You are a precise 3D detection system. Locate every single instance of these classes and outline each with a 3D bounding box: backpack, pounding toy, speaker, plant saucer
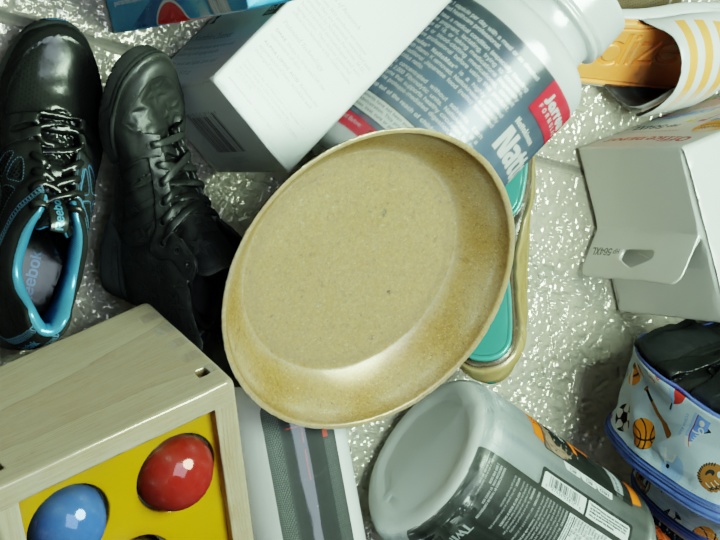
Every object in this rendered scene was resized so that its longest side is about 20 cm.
[{"bbox_3d":[0.263,0.111,1.428,0.189,0.199,0.155,7,107,-43],"label":"backpack"},{"bbox_3d":[-0.133,0.154,1.222,0.183,0.142,0.202,-24,129,-25],"label":"pounding toy"},{"bbox_3d":[-0.043,0.134,1.325,0.081,0.081,0.202,-13,98,-27],"label":"speaker"},{"bbox_3d":[0.000,0.000,1.248,0.198,0.035,0.202,-15,124,-23],"label":"plant saucer"}]

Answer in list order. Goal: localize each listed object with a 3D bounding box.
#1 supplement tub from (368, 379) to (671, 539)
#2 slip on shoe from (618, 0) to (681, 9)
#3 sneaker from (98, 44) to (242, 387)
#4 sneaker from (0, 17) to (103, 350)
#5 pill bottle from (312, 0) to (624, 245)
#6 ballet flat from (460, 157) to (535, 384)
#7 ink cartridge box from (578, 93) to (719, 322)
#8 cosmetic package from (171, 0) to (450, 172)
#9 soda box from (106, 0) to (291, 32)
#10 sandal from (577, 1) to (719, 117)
[{"bbox_3d":[0.113,0.171,1.387,0.199,0.122,0.123,35,76,-26],"label":"supplement tub"},{"bbox_3d":[0.166,-0.221,1.417,0.199,0.060,0.077,31,77,-40],"label":"slip on shoe"},{"bbox_3d":[-0.106,-0.027,1.246,0.060,0.104,0.202,-22,128,-43],"label":"sneaker"},{"bbox_3d":[-0.182,-0.051,1.239,0.073,0.082,0.202,5,88,-26],"label":"sneaker"},{"bbox_3d":[0.073,-0.117,1.336,0.200,0.119,0.120,-46,112,-7],"label":"pill bottle"},{"bbox_3d":[0.084,-0.019,1.397,0.068,0.063,0.202,2,71,11],"label":"ballet flat"},{"bbox_3d":[0.259,-0.050,1.454,0.199,0.128,0.126,-21,102,-27],"label":"ink cartridge box"},{"bbox_3d":[-0.027,-0.156,1.303,0.081,0.113,0.200,48,69,-22],"label":"cosmetic package"},{"bbox_3d":[-0.089,-0.184,1.216,0.064,0.199,0.069,-16,100,-26],"label":"soda box"},{"bbox_3d":[0.196,-0.140,1.440,0.205,0.060,0.080,-3,137,-22],"label":"sandal"}]
